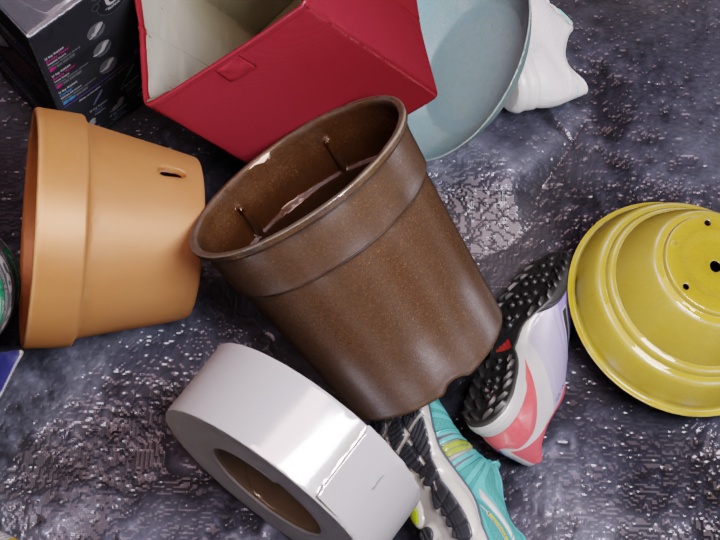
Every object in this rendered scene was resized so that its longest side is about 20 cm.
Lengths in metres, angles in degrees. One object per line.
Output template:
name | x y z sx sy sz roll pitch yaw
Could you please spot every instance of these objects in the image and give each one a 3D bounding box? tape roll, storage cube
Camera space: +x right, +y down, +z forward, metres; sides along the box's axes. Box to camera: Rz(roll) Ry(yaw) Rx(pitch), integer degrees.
tape roll | -0.052 0.146 1.347 0.202 0.202 0.071 33 70 16
storage cube | -0.063 -0.207 1.454 0.200 0.180 0.171 -28 54 28

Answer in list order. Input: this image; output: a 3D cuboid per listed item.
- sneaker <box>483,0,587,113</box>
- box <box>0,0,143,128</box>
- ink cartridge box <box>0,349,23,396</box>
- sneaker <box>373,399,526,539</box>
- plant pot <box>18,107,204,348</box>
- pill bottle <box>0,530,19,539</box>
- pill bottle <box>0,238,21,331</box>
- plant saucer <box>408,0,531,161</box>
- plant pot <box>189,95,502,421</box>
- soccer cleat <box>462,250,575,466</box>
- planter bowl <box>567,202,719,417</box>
sneaker | 0.151 -0.235 1.595 0.088 0.075 0.200 -8 68 -18
box | -0.264 -0.217 1.524 0.106 0.200 0.122 -39 70 -14
ink cartridge box | -0.369 0.151 1.383 0.199 0.041 0.200 -10 54 46
sneaker | 0.070 0.165 1.413 0.080 0.078 0.200 3 49 -37
plant pot | -0.209 -0.031 1.452 0.140 0.200 0.200 4 64 -13
pill bottle | -0.242 0.281 1.341 0.200 0.111 0.111 23 68 13
pill bottle | -0.337 0.017 1.409 0.113 0.200 0.113 0 96 -4
plant saucer | 0.090 -0.184 1.534 0.039 0.201 0.201 22 59 -36
plant pot | 0.000 0.000 1.383 0.200 0.200 0.198 -40 113 -15
soccer cleat | 0.146 0.071 1.456 0.068 0.073 0.200 -17 37 42
planter bowl | 0.279 0.012 1.432 0.200 0.083 0.201 6 62 -12
